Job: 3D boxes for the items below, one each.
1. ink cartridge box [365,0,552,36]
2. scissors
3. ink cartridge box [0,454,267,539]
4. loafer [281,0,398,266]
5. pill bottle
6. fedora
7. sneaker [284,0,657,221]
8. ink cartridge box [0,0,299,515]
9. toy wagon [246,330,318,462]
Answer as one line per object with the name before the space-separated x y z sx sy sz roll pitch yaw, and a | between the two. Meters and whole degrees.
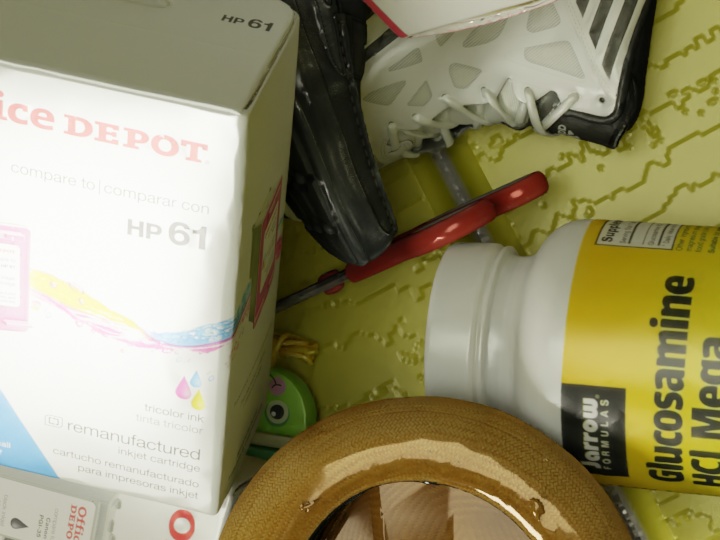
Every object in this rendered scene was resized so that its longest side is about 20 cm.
ink cartridge box | 0.031 -0.218 0.762 0.083 0.147 0.200 -11 51 40
scissors | 0.000 0.000 0.888 0.200 0.073 0.014 -26 94 39
ink cartridge box | -0.145 0.136 0.863 0.200 0.083 0.147 13 93 17
loafer | -0.023 -0.099 0.791 0.070 0.068 0.201 -27 104 -18
pill bottle | 0.133 0.037 0.803 0.200 0.112 0.113 4 92 17
fedora | 0.032 0.146 0.807 0.200 0.082 0.201 2 98 12
sneaker | 0.051 -0.075 0.845 0.115 0.076 0.201 45 100 13
ink cartridge box | -0.108 -0.016 0.763 0.144 0.085 0.200 12 125 7
toy wagon | -0.055 0.127 0.899 0.155 0.040 0.200 8 93 16
